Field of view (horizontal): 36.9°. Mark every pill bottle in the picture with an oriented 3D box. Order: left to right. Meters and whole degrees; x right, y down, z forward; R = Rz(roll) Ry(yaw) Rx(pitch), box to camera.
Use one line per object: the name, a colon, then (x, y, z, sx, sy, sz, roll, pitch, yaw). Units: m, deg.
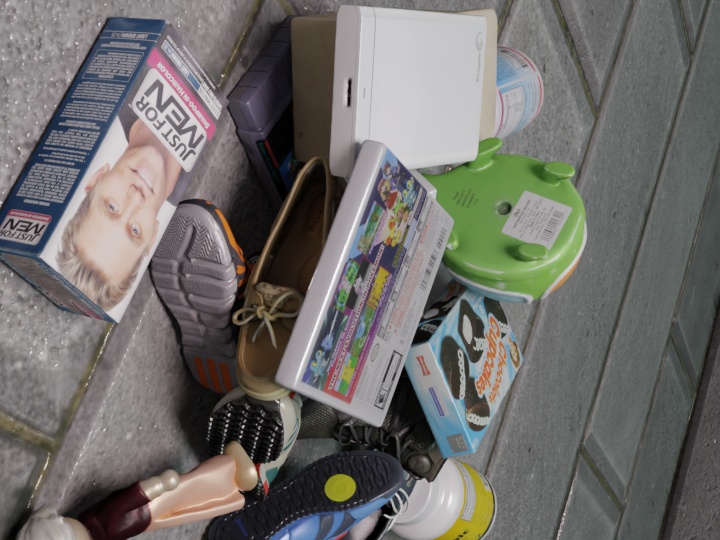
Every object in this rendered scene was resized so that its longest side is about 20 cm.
pill bottle: (0.085, 0.276, 1.315, 0.200, 0.111, 0.112, 36, 67, -58)
pill bottle: (0.127, -0.192, 1.245, 0.200, 0.108, 0.109, -29, 123, -54)

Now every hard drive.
hard drive: (0.045, -0.153, 0.917, 0.200, 0.027, 0.133, -15, 112, -54)

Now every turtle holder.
turtle holder: (0.125, -0.033, 1.048, 0.132, 0.185, 0.141, 66, 21, -58)

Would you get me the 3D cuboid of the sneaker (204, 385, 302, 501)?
sneaker: (-0.088, 0.128, 0.956, 0.200, 0.070, 0.094, 106, 7, -57)

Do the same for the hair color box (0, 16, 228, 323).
hair color box: (-0.178, -0.074, 0.785, 0.100, 0.060, 0.201, 53, 54, -53)

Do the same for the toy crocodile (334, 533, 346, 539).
toy crocodile: (-0.046, 0.279, 1.103, 0.067, 0.062, 0.201, -6, 123, -61)

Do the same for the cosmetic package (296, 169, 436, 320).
cosmetic package: (0.000, 0.000, 1.030, 0.112, 0.081, 0.201, -12, 129, -25)

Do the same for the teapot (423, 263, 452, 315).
teapot: (0.086, 0.060, 1.214, 0.197, 0.146, 0.201, -24, 120, -56)

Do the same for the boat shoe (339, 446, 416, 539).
boat shoe: (0.014, 0.249, 1.187, 0.200, 0.075, 0.062, -56, 180, -8)

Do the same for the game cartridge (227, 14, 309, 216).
game cartridge: (-0.053, -0.122, 1.025, 0.130, 0.038, 0.200, -64, 148, -34)

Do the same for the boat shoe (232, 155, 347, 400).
boat shoe: (-0.058, 0.004, 0.867, 0.063, 0.073, 0.201, 60, 41, -59)

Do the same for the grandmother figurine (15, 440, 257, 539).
grandmother figurine: (-0.174, 0.188, 0.837, 0.200, 0.061, 0.121, -16, 150, -42)

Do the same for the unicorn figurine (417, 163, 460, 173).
unicorn figurine: (0.054, -0.138, 1.138, 0.074, 0.137, 0.201, -21, 98, -67)

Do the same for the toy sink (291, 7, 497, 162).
toy sink: (0.033, -0.178, 1.017, 0.200, 0.112, 0.131, -25, 120, -51)

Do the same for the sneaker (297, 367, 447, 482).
sneaker: (0.016, 0.156, 1.070, 0.076, 0.199, 0.115, 103, -25, -51)

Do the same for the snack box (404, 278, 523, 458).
snack box: (0.104, 0.084, 1.068, 0.117, 0.037, 0.200, 67, 28, -13)

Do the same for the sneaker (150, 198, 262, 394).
sneaker: (-0.114, 0.002, 0.925, 0.112, 0.077, 0.201, -57, 154, -43)

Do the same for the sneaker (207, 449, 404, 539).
sneaker: (-0.049, 0.238, 1.035, 0.199, 0.066, 0.079, -25, 137, -11)

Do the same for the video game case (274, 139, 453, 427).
video game case: (0.010, 0.018, 0.890, 0.182, 0.023, 0.201, 37, 71, -62)
